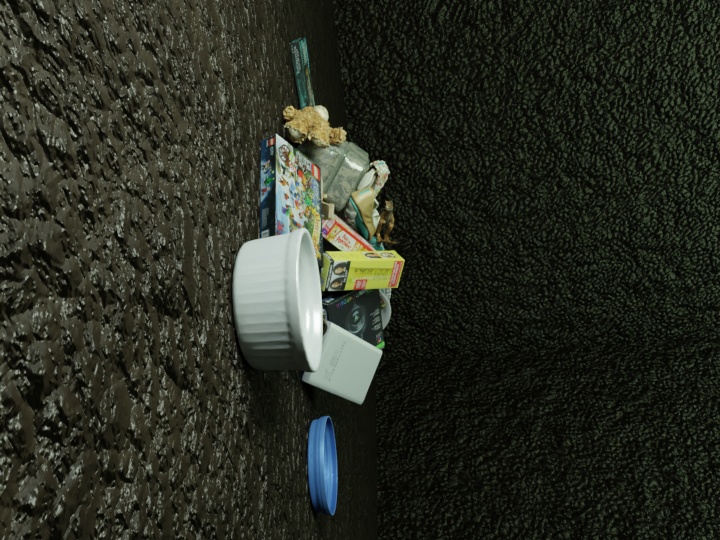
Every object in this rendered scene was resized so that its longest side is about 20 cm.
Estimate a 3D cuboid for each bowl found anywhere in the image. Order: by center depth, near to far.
[{"bbox_3d":[-0.083,0.429,1.215,0.201,0.038,0.208,-5,90,-86],"label":"bowl"}]

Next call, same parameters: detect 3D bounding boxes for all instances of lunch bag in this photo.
[{"bbox_3d":[-0.077,-0.252,1.319,0.141,0.165,0.201,-55,-172,19],"label":"lunch bag"}]

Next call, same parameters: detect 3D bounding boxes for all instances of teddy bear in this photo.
[{"bbox_3d":[-0.102,-0.317,1.200,0.200,0.141,0.069,-44,153,-63],"label":"teddy bear"}]

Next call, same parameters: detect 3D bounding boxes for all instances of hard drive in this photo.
[{"bbox_3d":[-0.036,0.209,1.223,0.199,0.025,0.135,35,75,-46],"label":"hard drive"}]

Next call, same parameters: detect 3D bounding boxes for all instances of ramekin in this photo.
[{"bbox_3d":[-0.116,0.047,0.799,0.200,0.094,0.208,-5,90,-85],"label":"ramekin"}]

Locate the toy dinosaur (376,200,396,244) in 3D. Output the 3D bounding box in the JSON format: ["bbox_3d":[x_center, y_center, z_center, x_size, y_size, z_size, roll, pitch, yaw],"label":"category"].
[{"bbox_3d":[0.057,-0.120,1.388,0.200,0.058,0.110,151,-63,-70],"label":"toy dinosaur"}]

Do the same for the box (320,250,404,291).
[{"bbox_3d":[0.000,0.000,1.206,0.050,0.195,0.077,42,-56,47],"label":"box"}]

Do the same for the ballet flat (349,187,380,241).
[{"bbox_3d":[0.019,-0.130,1.302,0.070,0.062,0.201,57,-6,19],"label":"ballet flat"}]

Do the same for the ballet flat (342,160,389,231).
[{"bbox_3d":[0.001,-0.186,1.376,0.063,0.075,0.204,0,121,-62],"label":"ballet flat"}]

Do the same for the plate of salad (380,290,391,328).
[{"bbox_3d":[-0.017,0.117,1.416,0.049,0.193,0.205,-94,176,-53],"label":"plate of salad"}]

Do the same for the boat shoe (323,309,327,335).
[{"bbox_3d":[-0.101,0.108,1.100,0.203,0.070,0.074,-91,174,-47],"label":"boat shoe"}]

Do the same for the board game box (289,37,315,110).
[{"bbox_3d":[-0.149,-0.499,1.455,0.136,0.027,0.206,-87,171,-64],"label":"board game box"}]

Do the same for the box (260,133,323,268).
[{"bbox_3d":[-0.119,-0.116,0.973,0.136,0.037,0.207,28,54,-54],"label":"box"}]

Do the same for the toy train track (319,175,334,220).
[{"bbox_3d":[-0.092,-0.139,1.116,0.199,0.032,0.119,31,-60,56],"label":"toy train track"}]

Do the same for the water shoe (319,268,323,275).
[{"bbox_3d":[-0.116,-0.058,1.105,0.203,0.069,0.081,81,4,-52],"label":"water shoe"}]

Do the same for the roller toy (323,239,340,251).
[{"bbox_3d":[-0.053,-0.007,1.464,0.183,0.135,0.207,66,20,-76],"label":"roller toy"}]

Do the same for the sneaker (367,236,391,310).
[{"bbox_3d":[0.047,0.006,1.450,0.091,0.075,0.207,-56,145,-73],"label":"sneaker"}]

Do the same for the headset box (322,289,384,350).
[{"bbox_3d":[-0.036,0.130,1.291,0.172,0.091,0.206,-25,118,-41],"label":"headset box"}]

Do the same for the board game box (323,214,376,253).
[{"bbox_3d":[-0.043,-0.082,1.264,0.199,0.047,0.152,36,8,-47],"label":"board game box"}]
